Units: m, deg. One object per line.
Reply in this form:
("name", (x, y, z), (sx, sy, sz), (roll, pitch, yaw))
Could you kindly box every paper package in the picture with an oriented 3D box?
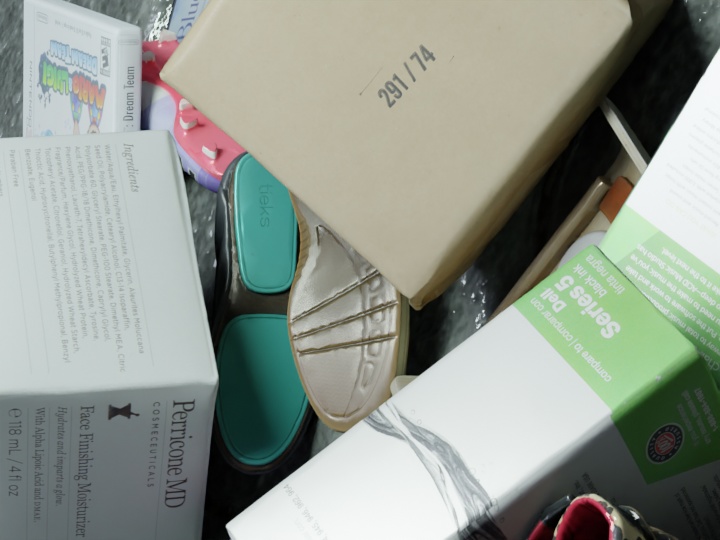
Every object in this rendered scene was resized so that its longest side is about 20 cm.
("paper package", (0.030, -0.121, 1.175), (0.200, 0.191, 0.103), (-52, -7, 25))

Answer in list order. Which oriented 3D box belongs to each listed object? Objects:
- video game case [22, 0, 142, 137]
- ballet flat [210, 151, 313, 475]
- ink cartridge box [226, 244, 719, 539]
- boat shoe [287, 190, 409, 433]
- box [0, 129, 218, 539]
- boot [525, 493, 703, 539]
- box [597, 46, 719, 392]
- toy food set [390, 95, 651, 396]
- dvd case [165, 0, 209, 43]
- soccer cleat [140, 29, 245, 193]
("video game case", (-0.194, -0.088, 1.569), (0.200, 0.024, 0.183), (-154, 64, -61))
("ballet flat", (-0.059, 0.028, 1.354), (0.073, 0.073, 0.201), (-20, 63, 49))
("ink cartridge box", (0.062, 0.109, 0.975), (0.200, 0.146, 0.084), (-36, 49, -5))
("boat shoe", (0.000, 0.000, 1.277), (0.072, 0.065, 0.201), (-19, 63, 22))
("box", (-0.165, 0.056, 1.353), (0.199, 0.130, 0.200), (99, 163, -47))
("boot", (0.148, 0.120, 0.919), (0.200, 0.150, 0.073), (-57, 35, 18))
("box", (0.200, -0.036, 0.984), (0.144, 0.036, 0.200), (40, 107, 29))
("toy food set", (0.094, 0.032, 1.126), (0.200, 0.060, 0.144), (-53, 37, 23))
("dvd case", (-0.063, -0.210, 1.516), (0.200, 0.018, 0.143), (2, 75, 56))
("soccer cleat", (-0.108, -0.089, 1.491), (0.200, 0.066, 0.077), (47, 143, 48))
